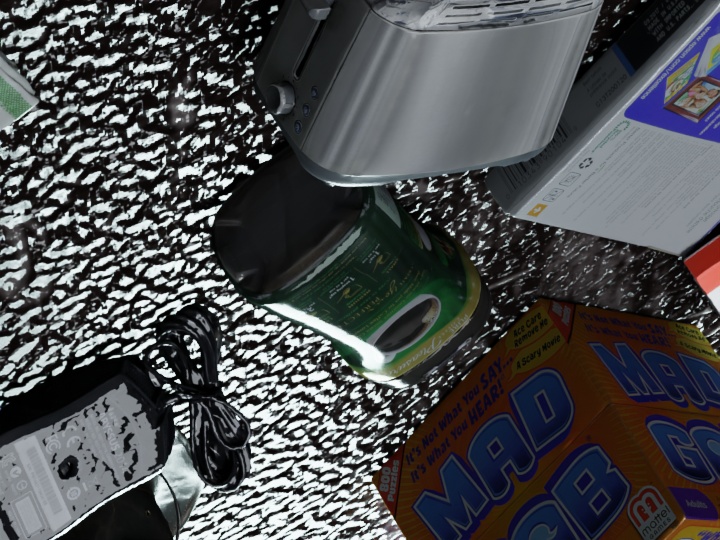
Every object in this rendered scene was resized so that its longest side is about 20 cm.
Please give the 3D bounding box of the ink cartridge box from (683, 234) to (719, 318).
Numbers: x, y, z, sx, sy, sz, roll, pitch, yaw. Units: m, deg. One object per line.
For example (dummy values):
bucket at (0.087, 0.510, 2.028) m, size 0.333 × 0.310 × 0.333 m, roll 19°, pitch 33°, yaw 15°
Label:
ink cartridge box at (0.318, -0.017, 1.745) m, size 0.160 × 0.047 × 0.200 m, roll -35°, pitch 162°, yaw 6°

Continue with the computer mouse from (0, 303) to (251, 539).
computer mouse at (-0.170, 0.107, 1.508) m, size 0.200 × 0.053 × 0.139 m, roll -25°, pitch 123°, yaw -19°

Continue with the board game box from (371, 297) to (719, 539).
board game box at (0.175, 0.167, 1.766) m, size 0.200 × 0.200 × 0.200 m, roll 10°, pitch 130°, yaw -48°

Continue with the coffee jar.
coffee jar at (0.000, 0.000, 1.485) m, size 0.104 × 0.085 × 0.200 m, roll -40°, pitch 148°, yaw 8°

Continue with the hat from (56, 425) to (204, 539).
hat at (-0.174, 0.186, 1.599) m, size 0.200 × 0.081 × 0.201 m, roll -22°, pitch 148°, yaw -15°

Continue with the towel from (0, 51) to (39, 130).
towel at (-0.274, -0.071, 1.205) m, size 0.200 × 0.031 × 0.149 m, roll -32°, pitch 147°, yaw 5°

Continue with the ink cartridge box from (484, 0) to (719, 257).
ink cartridge box at (0.208, -0.097, 1.573) m, size 0.200 × 0.043 × 0.198 m, roll 12°, pitch 129°, yaw -48°

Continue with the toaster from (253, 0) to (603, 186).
toaster at (0.047, -0.129, 1.319) m, size 0.200 × 0.114 × 0.129 m, roll -8°, pitch 140°, yaw -31°
